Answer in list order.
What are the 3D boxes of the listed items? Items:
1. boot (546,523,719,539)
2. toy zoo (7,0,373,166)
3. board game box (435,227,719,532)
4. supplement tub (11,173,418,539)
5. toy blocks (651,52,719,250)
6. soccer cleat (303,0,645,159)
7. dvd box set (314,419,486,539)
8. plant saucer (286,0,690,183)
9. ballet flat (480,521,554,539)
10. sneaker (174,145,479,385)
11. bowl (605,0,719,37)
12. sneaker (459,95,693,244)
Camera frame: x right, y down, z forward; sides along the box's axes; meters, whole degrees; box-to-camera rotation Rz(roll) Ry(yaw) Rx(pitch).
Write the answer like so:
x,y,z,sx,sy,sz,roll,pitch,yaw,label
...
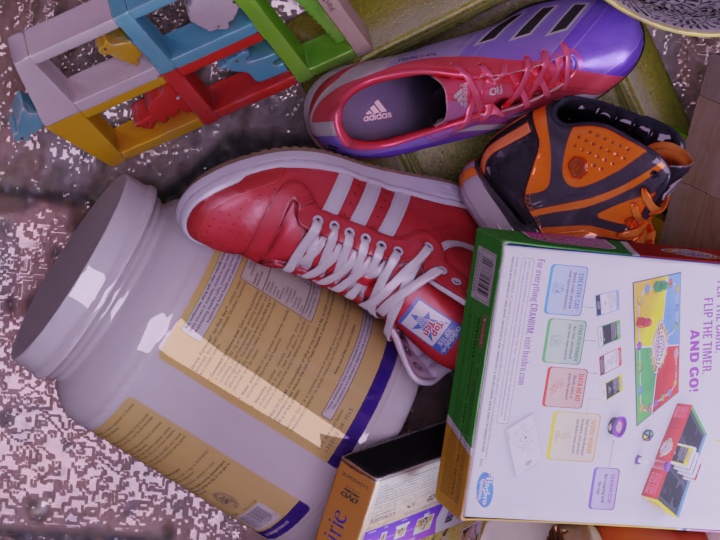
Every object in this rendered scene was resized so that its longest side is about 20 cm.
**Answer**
x,y,z,sx,sy,sz,roll,pitch,yaw,label
0.156,0.192,1.691,0.107,0.200,0.075,-8,71,-8,boot
-0.106,-0.119,1.625,0.199,0.131,0.021,-23,60,11,toy zoo
0.149,0.062,1.582,0.199,0.040,0.154,6,100,-20,board game box
-0.081,0.050,1.655,0.200,0.145,0.146,33,95,-12,supplement tub
0.245,-0.043,1.697,0.136,0.100,0.201,1,110,-41,toy blocks
0.068,-0.103,1.634,0.199,0.073,0.069,-15,101,-5,soccer cleat
0.012,0.182,1.651,0.029,0.146,0.201,30,115,28,dvd box set
0.084,-0.093,1.701,0.199,0.048,0.200,-26,103,-2,plant saucer
0.132,0.142,1.740,0.199,0.070,0.068,-15,106,-5,ballet flat
0.000,0.000,1.590,0.199,0.113,0.071,5,137,-34,sneaker
0.185,-0.221,1.656,0.200,0.094,0.202,1,82,-6,bowl
0.153,-0.010,1.623,0.112,0.078,0.200,-39,94,22,sneaker
